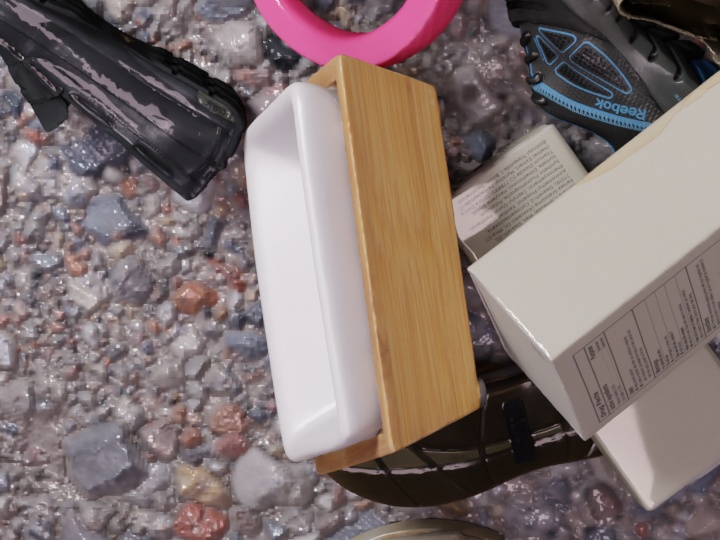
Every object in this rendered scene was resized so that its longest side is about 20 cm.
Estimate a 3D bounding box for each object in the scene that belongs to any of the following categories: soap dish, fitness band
[{"bbox_3d":[0.000,0.000,1.323,0.081,0.157,0.200,-6,83,-15],"label":"soap dish"},{"bbox_3d":[0.001,-0.200,1.305,0.144,0.037,0.200,28,115,26],"label":"fitness band"}]

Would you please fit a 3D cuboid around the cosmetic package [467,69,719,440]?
[{"bbox_3d":[0.160,-0.018,1.269,0.200,0.104,0.073,-37,60,-6],"label":"cosmetic package"}]

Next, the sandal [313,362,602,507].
[{"bbox_3d":[0.068,0.077,1.427,0.200,0.055,0.082,-15,113,-2],"label":"sandal"}]

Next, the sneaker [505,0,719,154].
[{"bbox_3d":[0.107,-0.123,1.332,0.082,0.073,0.200,-40,98,24],"label":"sneaker"}]

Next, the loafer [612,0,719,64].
[{"bbox_3d":[0.207,-0.136,1.294,0.200,0.068,0.076,12,150,-7],"label":"loafer"}]

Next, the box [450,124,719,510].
[{"bbox_3d":[0.125,0.024,1.361,0.082,0.068,0.200,-34,93,-1],"label":"box"}]

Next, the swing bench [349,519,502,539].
[{"bbox_3d":[0.056,0.248,1.409,0.130,0.199,0.200,-41,101,19],"label":"swing bench"}]

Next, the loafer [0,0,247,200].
[{"bbox_3d":[-0.158,-0.107,1.375,0.200,0.068,0.070,31,103,-8],"label":"loafer"}]
